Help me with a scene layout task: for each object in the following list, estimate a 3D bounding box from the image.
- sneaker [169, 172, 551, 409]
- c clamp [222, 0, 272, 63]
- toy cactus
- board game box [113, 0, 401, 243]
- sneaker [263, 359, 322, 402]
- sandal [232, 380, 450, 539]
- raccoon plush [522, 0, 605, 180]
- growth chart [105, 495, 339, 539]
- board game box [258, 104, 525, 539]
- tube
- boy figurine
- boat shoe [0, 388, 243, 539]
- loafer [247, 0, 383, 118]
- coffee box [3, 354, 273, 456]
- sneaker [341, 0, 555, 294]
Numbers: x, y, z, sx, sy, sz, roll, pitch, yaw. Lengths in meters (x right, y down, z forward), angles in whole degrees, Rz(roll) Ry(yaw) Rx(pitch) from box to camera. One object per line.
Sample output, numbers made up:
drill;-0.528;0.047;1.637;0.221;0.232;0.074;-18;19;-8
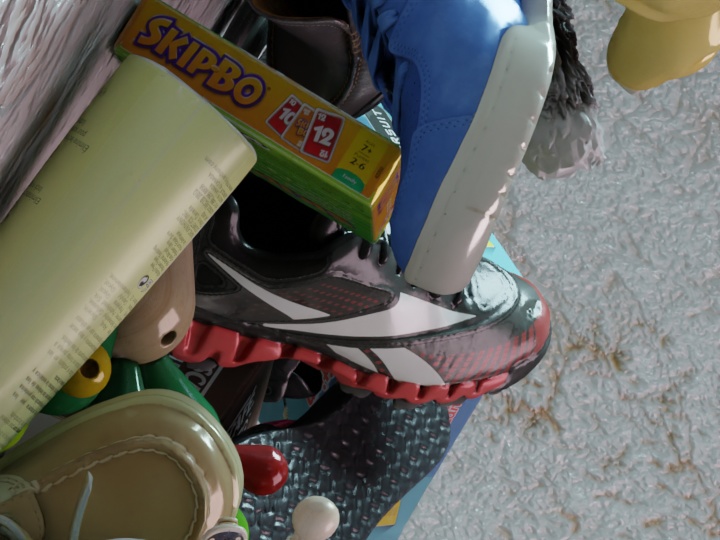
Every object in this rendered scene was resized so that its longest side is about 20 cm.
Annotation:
sneaker;0.000;0.000;1.050;0.098;0.200;0.071;-59;-148;38
c clamp;-0.031;-0.099;1.088;0.200;0.027;0.171;-57;176;-42
toy cactus;-0.079;0.044;0.896;0.200;0.102;0.166;28;63;-52
board game box;-0.031;-0.047;0.888;0.030;0.095;0.200;-58;178;-5
sneaker;-0.065;0.038;1.170;0.200;0.104;0.060;-60;178;23
sandal;-0.026;0.091;1.066;0.045;0.075;0.200;-16;-171;33
raccoon plush;0.069;-0.150;0.923;0.096;0.200;0.134;-24;166;-15
growth chart;-0.113;0.125;0.726;0.018;0.199;0.145;59;-38;42
board game box;-0.008;0.006;1.232;0.151;0.047;0.200;-61;-140;28
tube;-0.111;0.027;0.758;0.200;0.052;0.058;-52;139;-6
boy figurine;0.118;-0.115;0.898;0.125;0.064;0.200;-61;169;20
boat shoe;-0.117;0.114;0.764;0.200;0.073;0.063;-41;-174;6
loafer;-0.014;-0.114;0.932;0.072;0.073;0.200;-30;157;-26
coffee box;-0.107;0.113;1.113;0.113;0.080;0.200;-56;166;-52
sneaker;0.004;-0.088;0.774;0.077;0.111;0.201;113;-8;-59
